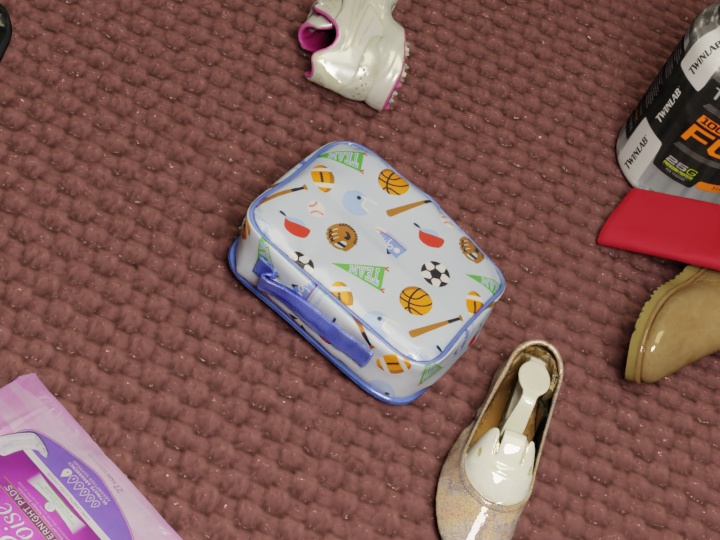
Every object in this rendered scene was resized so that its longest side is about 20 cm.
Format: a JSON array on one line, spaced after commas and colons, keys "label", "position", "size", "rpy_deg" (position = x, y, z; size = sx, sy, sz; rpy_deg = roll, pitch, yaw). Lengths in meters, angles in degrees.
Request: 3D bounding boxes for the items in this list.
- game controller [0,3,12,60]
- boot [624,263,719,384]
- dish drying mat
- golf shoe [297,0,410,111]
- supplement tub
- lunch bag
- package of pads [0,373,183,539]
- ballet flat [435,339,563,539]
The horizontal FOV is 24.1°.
[{"label": "game controller", "position": [-0.337, -0.157, 1.290], "size": [0.104, 0.042, 0.200], "rpy_deg": [32, 44, -18]}, {"label": "boot", "position": [0.331, 0.058, 1.340], "size": [0.199, 0.066, 0.175], "rpy_deg": [18, 37, 27]}, {"label": "dish drying mat", "position": [0.303, -0.026, 1.415], "size": [0.199, 0.018, 0.077], "rpy_deg": [15, 44, 33]}, {"label": "golf shoe", "position": [-0.009, -0.229, 1.480], "size": [0.091, 0.075, 0.201], "rpy_deg": [9, 48, -14]}, {"label": "supplement tub", "position": [0.319, -0.150, 1.478], "size": [0.122, 0.200, 0.123], "rpy_deg": [13, 48, -14]}, {"label": "lunch bag", "position": [0.000, 0.000, 1.286], "size": [0.200, 0.076, 0.160], "rpy_deg": [39, 49, 9]}, {"label": "package of pads", "position": [-0.193, 0.171, 1.044], "size": [0.200, 0.076, 0.120], "rpy_deg": [45, 46, 15]}, {"label": "ballet flat", "position": [0.105, 0.124, 1.234], "size": [0.068, 0.067, 0.200], "rpy_deg": [25, 46, -3]}]
